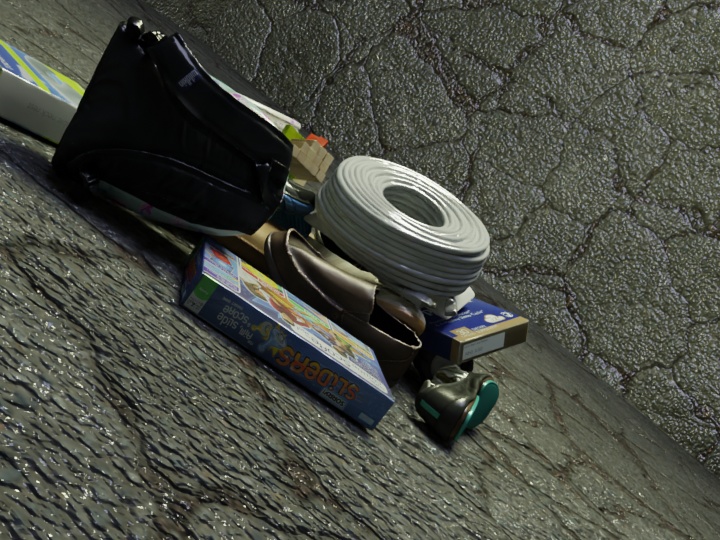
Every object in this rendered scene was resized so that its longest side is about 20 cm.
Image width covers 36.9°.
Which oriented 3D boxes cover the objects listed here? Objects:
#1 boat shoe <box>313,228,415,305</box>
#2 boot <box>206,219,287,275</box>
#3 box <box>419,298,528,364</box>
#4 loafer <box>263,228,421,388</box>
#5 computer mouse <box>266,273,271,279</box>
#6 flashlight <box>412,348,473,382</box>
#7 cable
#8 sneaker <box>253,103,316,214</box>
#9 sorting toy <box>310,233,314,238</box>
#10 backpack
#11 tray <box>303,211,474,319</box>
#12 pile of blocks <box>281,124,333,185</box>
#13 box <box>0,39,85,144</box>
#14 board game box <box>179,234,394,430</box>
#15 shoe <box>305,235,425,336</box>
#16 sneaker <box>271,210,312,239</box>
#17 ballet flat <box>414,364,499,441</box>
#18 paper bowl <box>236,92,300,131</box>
[{"bbox_3d":[0.000,0.000,1.257,0.201,0.071,0.061,44,-16,52],"label":"boat shoe"},{"bbox_3d":[-0.159,-0.070,1.164,0.200,0.066,0.176,32,19,-41],"label":"boot"},{"bbox_3d":[0.082,0.052,1.270,0.121,0.033,0.199,-13,24,-42],"label":"box"},{"bbox_3d":[-0.013,0.026,1.075,0.200,0.071,0.073,45,25,-15],"label":"loafer"},{"bbox_3d":[-0.040,0.039,1.159,0.059,0.034,0.200,42,8,31],"label":"computer mouse"},{"bbox_3d":[0.076,0.084,1.334,0.067,0.068,0.200,-4,16,-13],"label":"flashlight"},{"bbox_3d":[0.046,-0.051,1.180,0.199,0.069,0.200,31,25,2],"label":"cable"},{"bbox_3d":[-0.119,-0.134,1.181,0.199,0.083,0.071,42,-17,-15],"label":"sneaker"},{"bbox_3d":[-0.102,-0.050,1.411,0.200,0.037,0.185,44,8,7],"label":"sorting toy"},{"bbox_3d":[-0.160,-0.115,0.985,0.199,0.168,0.127,26,4,-18],"label":"backpack"},{"bbox_3d":[0.038,-0.022,1.228,0.199,0.022,0.107,36,24,12],"label":"tray"},{"bbox_3d":[-0.090,-0.140,1.308,0.082,0.062,0.200,34,-17,-14],"label":"pile of blocks"},{"bbox_3d":[-0.328,-0.177,1.047,0.122,0.048,0.200,42,8,32],"label":"box"},{"bbox_3d":[-0.066,0.052,0.955,0.199,0.035,0.135,35,8,-14],"label":"board game box"},{"bbox_3d":[-0.004,0.014,1.170,0.199,0.054,0.070,25,-13,37],"label":"shoe"},{"bbox_3d":[-0.149,-0.096,1.262,0.199,0.077,0.081,32,12,-28],"label":"sneaker"},{"bbox_3d":[0.102,0.134,1.152,0.068,0.068,0.200,31,5,14],"label":"ballet flat"},{"bbox_3d":[-0.191,-0.201,1.510,0.200,0.105,0.201,23,5,-2],"label":"paper bowl"}]
